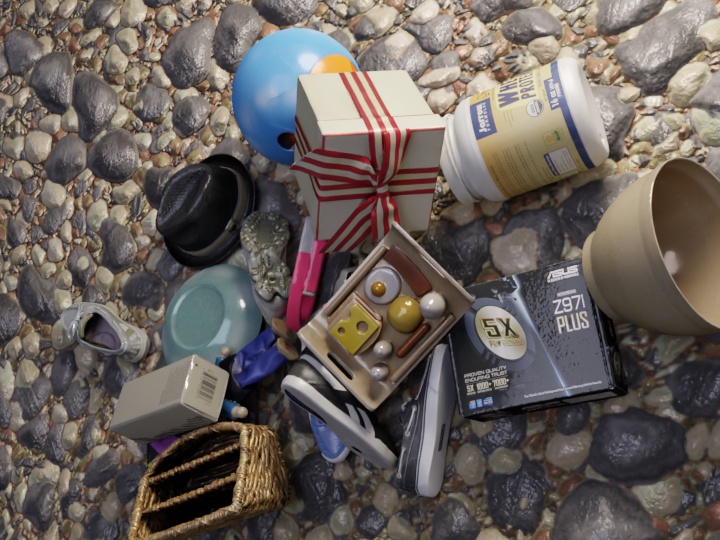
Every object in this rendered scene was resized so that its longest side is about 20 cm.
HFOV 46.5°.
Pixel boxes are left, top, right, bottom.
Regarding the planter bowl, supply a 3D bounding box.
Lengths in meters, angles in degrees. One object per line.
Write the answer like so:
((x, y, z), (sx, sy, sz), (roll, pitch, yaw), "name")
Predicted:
((0.346, -0.012, 0.973), (0.134, 0.199, 0.202), (-27, 63, 50), "planter bowl")

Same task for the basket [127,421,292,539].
((-0.221, 0.290, 1.178), (0.199, 0.149, 0.144), (-24, 71, 23), "basket")

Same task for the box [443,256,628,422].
((0.217, 0.091, 1.061), (0.199, 0.086, 0.165), (-15, 70, 25), "box")

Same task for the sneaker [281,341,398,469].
((-0.003, 0.171, 1.137), (0.073, 0.200, 0.112), (-18, 34, 58), "sneaker")

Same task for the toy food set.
((0.030, 0.059, 1.065), (0.143, 0.060, 0.200), (44, 104, 8), "toy food set")

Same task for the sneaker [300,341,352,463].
((-0.055, 0.173, 1.195), (0.075, 0.077, 0.202), (-18, 71, 22), "sneaker")

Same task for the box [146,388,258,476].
((-0.247, 0.252, 1.305), (0.199, 0.036, 0.144), (-12, 72, 24), "box")

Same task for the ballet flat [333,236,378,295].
((0.000, 0.000, 1.211), (0.069, 0.071, 0.202), (13, 83, 38), "ballet flat")

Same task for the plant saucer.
((-0.249, 0.078, 1.334), (0.200, 0.039, 0.203), (-12, 64, 25), "plant saucer")

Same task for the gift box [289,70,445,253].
((-0.007, -0.143, 1.115), (0.198, 0.186, 0.187), (-11, 41, -12), "gift box")

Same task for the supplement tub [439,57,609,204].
((0.209, -0.176, 1.099), (0.199, 0.144, 0.146), (-19, 69, 23), "supplement tub")

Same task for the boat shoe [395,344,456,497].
((0.083, 0.196, 1.122), (0.067, 0.072, 0.202), (6, 88, 28), "boat shoe")

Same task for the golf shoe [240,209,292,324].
((-0.146, -0.005, 1.293), (0.078, 0.098, 0.201), (0, 46, -9), "golf shoe")

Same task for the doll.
((-0.178, 0.160, 1.234), (0.200, 0.048, 0.137), (-40, 44, 20), "doll")

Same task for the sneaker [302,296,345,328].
((0.029, 0.068, 1.144), (0.200, 0.067, 0.108), (-28, 77, -9), "sneaker")

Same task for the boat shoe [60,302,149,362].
((-0.448, 0.102, 1.435), (0.201, 0.065, 0.075), (23, 89, 31), "boat shoe")

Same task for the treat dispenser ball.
((-0.092, -0.256, 1.251), (0.199, 0.201, 0.203), (-7, 74, 27), "treat dispenser ball")

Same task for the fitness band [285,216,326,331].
((-0.070, -0.011, 1.216), (0.037, 0.144, 0.202), (13, 82, 1), "fitness band")

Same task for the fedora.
((-0.271, -0.107, 1.373), (0.199, 0.091, 0.202), (-8, 73, 27), "fedora")

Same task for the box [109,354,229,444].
((-0.284, 0.194, 1.239), (0.199, 0.068, 0.083), (-23, 45, 42), "box")
